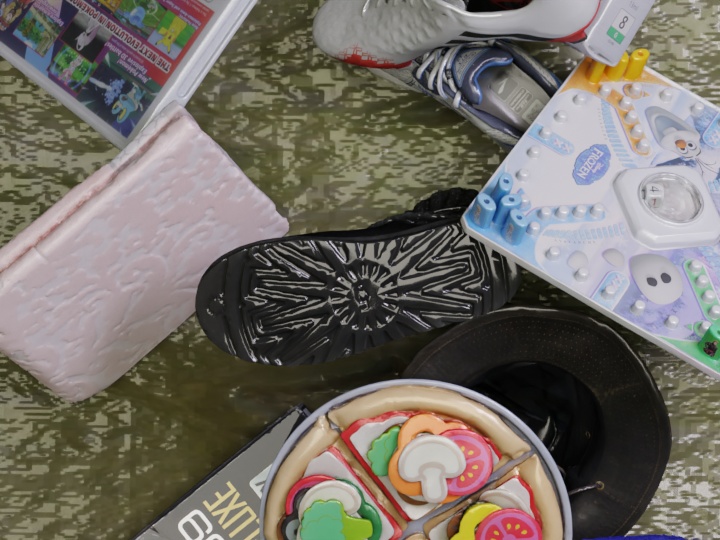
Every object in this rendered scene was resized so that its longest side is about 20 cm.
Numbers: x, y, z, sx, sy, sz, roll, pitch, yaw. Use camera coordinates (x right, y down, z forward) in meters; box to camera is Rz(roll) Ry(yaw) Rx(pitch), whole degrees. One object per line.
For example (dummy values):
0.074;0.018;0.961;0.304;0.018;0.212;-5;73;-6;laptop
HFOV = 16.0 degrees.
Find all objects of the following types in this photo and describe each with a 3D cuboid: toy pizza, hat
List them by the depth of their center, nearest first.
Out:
0.034;0.167;1.615;0.199;0.032;0.201;1;105;5;toy pizza
0.108;0.098;1.653;0.200;0.081;0.201;3;115;7;hat

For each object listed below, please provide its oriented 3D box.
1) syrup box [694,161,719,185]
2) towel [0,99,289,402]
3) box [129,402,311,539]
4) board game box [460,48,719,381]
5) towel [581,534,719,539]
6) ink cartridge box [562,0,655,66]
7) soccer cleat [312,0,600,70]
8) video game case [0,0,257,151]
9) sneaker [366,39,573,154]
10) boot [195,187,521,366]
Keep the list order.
0.290;0.002;1.651;0.199;0.079;0.082;22;92;2;syrup box
-0.150;-0.007;1.616;0.191;0.200;0.032;-41;65;0;towel
-0.039;0.212;1.682;0.158;0.050;0.200;-38;90;2;box
0.192;-0.044;1.571;0.200;0.026;0.200;30;50;10;board game box
0.231;0.235;1.656;0.199;0.050;0.148;-1;110;-6;towel
0.146;-0.250;1.631;0.161;0.050;0.200;33;95;37;ink cartridge box
0.051;-0.168;1.579;0.199;0.085;0.069;-1;71;29;soccer cleat
-0.145;-0.186;1.636;0.200;0.023;0.182;37;93;42;video game case
0.068;-0.137;1.656;0.200;0.085;0.077;31;92;2;sneaker
0.001;0.002;1.624;0.210;0.158;0.080;-7;100;-2;boot
